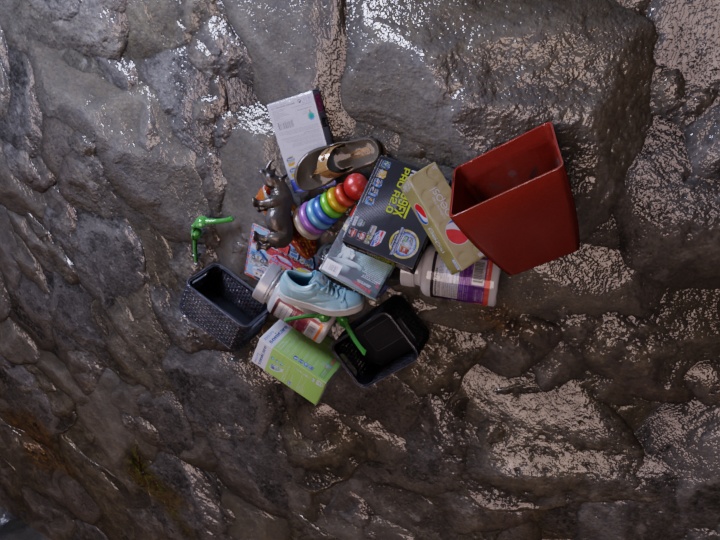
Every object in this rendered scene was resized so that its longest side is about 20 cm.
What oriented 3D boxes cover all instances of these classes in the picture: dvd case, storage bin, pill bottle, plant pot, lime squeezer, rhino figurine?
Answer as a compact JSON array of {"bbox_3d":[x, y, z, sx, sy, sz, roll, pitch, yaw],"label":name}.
[{"bbox_3d":[0.020,-0.056,1.165,0.145,0.022,0.202,26,80,17],"label":"dvd case"},{"bbox_3d":[0.046,0.168,1.292,0.199,0.094,0.136,-35,95,33],"label":"storage bin"},{"bbox_3d":[-0.152,0.075,1.314,0.199,0.115,0.115,33,123,-3],"label":"pill bottle"},{"bbox_3d":[0.291,-0.113,0.987,0.198,0.201,0.177,-23,116,26],"label":"plant pot"},{"bbox_3d":[0.185,0.004,1.126,0.197,0.112,0.113,9,117,15],"label":"pill bottle"},{"bbox_3d":[-0.405,-0.100,1.419,0.070,0.038,0.200,29,129,-27],"label":"lime squeezer"},{"bbox_3d":[-0.348,0.093,1.409,0.199,0.135,0.094,34,123,7],"label":"storage bin"},{"bbox_3d":[-0.192,-0.143,1.214,0.086,0.060,0.204,1,96,1],"label":"rhino figurine"},{"bbox_3d":[-0.071,0.122,1.242,0.197,0.038,0.072,23,79,-4],"label":"lime squeezer"}]

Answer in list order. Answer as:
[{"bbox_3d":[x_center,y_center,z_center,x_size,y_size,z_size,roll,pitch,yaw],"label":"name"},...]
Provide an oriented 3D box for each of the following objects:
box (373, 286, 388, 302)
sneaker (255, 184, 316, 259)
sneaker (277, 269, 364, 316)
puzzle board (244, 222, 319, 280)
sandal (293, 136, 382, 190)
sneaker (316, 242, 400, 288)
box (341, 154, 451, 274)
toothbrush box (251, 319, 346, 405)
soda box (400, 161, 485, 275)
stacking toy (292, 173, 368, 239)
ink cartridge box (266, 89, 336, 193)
[{"bbox_3d":[0.048,-0.034,1.235,0.121,0.032,0.200,42,123,2],"label":"box"},{"bbox_3d":[-0.172,-0.112,1.293,0.201,0.073,0.077,56,140,1],"label":"sneaker"},{"bbox_3d":[-0.085,0.045,1.216,0.197,0.075,0.083,8,132,-5],"label":"sneaker"},{"bbox_3d":[-0.199,-0.013,1.372,0.198,0.017,0.152,26,121,14],"label":"puzzle board"},{"bbox_3d":[-0.049,-0.223,1.146,0.197,0.055,0.083,-15,108,8],"label":"sandal"},{"bbox_3d":[0.000,0.000,1.220,0.197,0.076,0.092,16,138,17],"label":"sneaker"},{"bbox_3d":[0.074,-0.115,1.106,0.158,0.044,0.202,22,80,16],"label":"box"},{"bbox_3d":[-0.147,0.215,1.375,0.198,0.146,0.087,32,123,8],"label":"toothbrush box"},{"bbox_3d":[0.157,-0.097,1.037,0.067,0.064,0.202,-30,88,-11],"label":"soda box"},{"bbox_3d":[-0.059,-0.144,1.190,0.199,0.085,0.086,-30,98,40],"label":"stacking toy"},{"bbox_3d":[-0.120,-0.278,1.197,0.118,0.042,0.203,-7,108,26],"label":"ink cartridge box"}]
